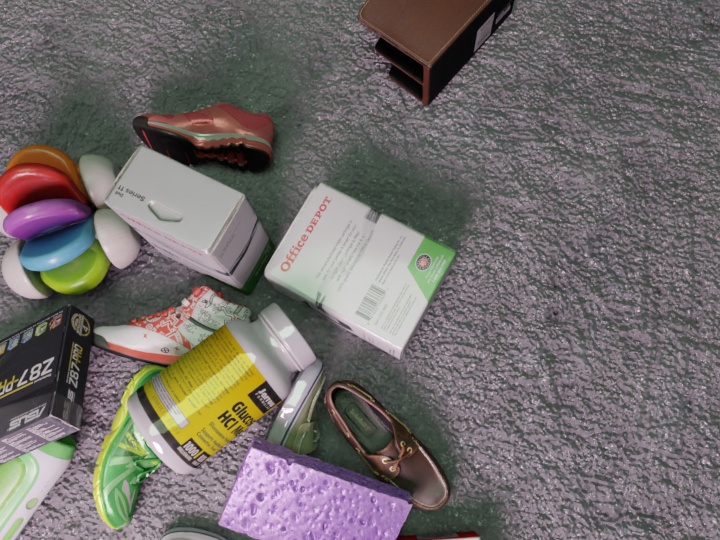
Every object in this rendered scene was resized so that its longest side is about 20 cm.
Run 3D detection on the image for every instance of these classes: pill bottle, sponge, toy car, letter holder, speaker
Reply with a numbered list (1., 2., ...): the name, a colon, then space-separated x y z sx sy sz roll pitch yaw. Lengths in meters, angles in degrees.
1. pill bottle: -0.155 0.130 0.771 0.200 0.112 0.112 -37 77 -10
2. sponge: -0.053 0.278 0.779 0.200 0.030 0.112 22 102 -6
3. toy car: -0.397 -0.069 0.863 0.175 0.150 0.200 -20 75 -3
4. letter holder: 0.105 -0.365 0.945 0.142 0.101 0.200 39 80 13
5. speaker: -0.437 0.280 0.808 0.088 0.088 0.200 31 79 10

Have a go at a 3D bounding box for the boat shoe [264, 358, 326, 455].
1. boat shoe: -0.084 0.206 0.828 0.062 0.072 0.200 24 88 -5

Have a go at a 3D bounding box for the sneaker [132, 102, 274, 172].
1. sneaker: -0.216 -0.197 0.941 0.200 0.074 0.087 10 62 1

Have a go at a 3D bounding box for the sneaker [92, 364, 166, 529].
1. sneaker: -0.267 0.218 0.822 0.083 0.074 0.200 11 76 9

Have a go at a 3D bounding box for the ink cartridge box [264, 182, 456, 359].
1. ink cartridge box: 0.000 0.000 0.861 0.200 0.084 0.146 29 78 9

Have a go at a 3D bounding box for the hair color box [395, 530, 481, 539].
1. hair color box: 0.097 0.409 0.763 0.101 0.061 0.200 -4 74 1

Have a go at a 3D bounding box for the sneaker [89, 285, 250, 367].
1. sneaker: -0.242 0.070 0.865 0.201 0.067 0.108 12 75 2

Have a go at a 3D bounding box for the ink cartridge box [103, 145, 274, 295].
1. ink cartridge box: -0.201 -0.054 0.824 0.146 0.200 0.083 26 78 8

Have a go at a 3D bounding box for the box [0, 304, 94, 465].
1. box: -0.418 0.149 0.800 0.200 0.049 0.161 -24 48 14

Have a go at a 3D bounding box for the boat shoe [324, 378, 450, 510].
1. boat shoe: 0.030 0.214 0.813 0.200 0.070 0.070 42 80 10

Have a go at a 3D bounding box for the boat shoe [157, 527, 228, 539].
1. boat shoe: -0.158 0.365 0.782 0.200 0.067 0.074 24 77 8
